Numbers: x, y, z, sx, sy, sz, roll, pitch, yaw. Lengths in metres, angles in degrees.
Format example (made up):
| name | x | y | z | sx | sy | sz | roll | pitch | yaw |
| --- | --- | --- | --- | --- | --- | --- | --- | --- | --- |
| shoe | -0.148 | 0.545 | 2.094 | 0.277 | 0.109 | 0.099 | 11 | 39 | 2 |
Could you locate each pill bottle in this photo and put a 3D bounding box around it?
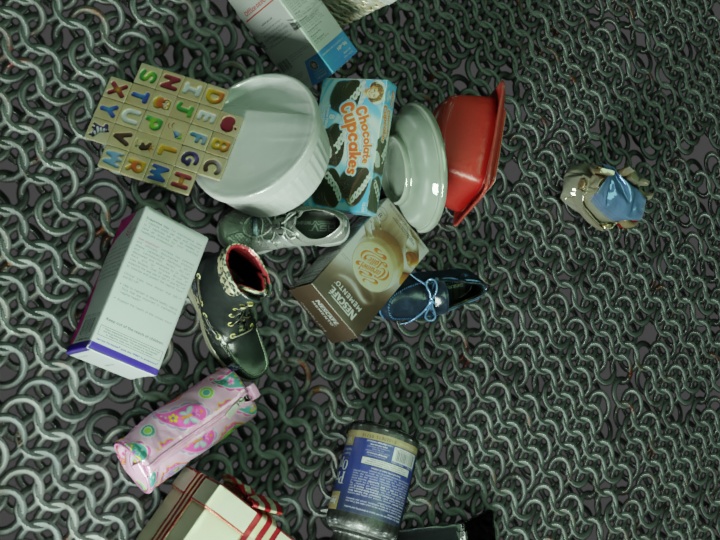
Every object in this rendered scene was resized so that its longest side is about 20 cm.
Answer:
| name | x | y | z | sx | sy | sz | roll | pitch | yaw |
| --- | --- | --- | --- | --- | --- | --- | --- | --- | --- |
| pill bottle | 0.013 | 0.333 | 1.408 | 0.111 | 0.111 | 0.202 | 25 | 69 | -26 |

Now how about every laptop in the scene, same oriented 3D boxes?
| name | x | y | z | sx | sy | sz | roll | pitch | yaw |
| --- | --- | --- | --- | --- | --- | --- | --- | --- | --- |
| laptop | 0.134 | 0.492 | 1.520 | 0.199 | 0.115 | 0.190 | 5 | 78 | -61 |

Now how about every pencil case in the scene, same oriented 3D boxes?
| name | x | y | z | sx | sy | sz | roll | pitch | yaw |
| --- | --- | --- | --- | --- | --- | --- | --- | --- | --- |
| pencil case | -0.230 | 0.211 | 1.289 | 0.199 | 0.087 | 0.088 | -32 | 100 | -31 |

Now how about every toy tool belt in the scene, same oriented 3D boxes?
| name | x | y | z | sx | sy | sz | roll | pitch | yaw |
| --- | --- | --- | --- | --- | --- | --- | --- | --- | --- |
| toy tool belt | 0.476 | -0.135 | 1.773 | 0.199 | 0.122 | 0.126 | 23 | 71 | -28 |

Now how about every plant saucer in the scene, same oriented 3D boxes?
| name | x | y | z | sx | sy | sz | roll | pitch | yaw |
| --- | --- | --- | --- | --- | --- | --- | --- | --- | --- |
| plant saucer | 0.071 | -0.157 | 1.478 | 0.050 | 0.200 | 0.203 | -7 | 86 | -21 |

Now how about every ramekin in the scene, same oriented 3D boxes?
| name | x | y | z | sx | sy | sz | roll | pitch | yaw |
| --- | --- | --- | --- | --- | --- | --- | --- | --- | --- |
| ramekin | -0.133 | -0.169 | 1.354 | 0.094 | 0.200 | 0.204 | 48 | 55 | -56 |

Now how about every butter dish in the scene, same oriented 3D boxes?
| name | x | y | z | sx | sy | sz | roll | pitch | yaw |
| --- | --- | --- | --- | --- | --- | --- | --- | --- | --- |
| butter dish | 0.141 | -0.198 | 1.555 | 0.146 | 0.200 | 0.202 | 13 | 73 | -6 |

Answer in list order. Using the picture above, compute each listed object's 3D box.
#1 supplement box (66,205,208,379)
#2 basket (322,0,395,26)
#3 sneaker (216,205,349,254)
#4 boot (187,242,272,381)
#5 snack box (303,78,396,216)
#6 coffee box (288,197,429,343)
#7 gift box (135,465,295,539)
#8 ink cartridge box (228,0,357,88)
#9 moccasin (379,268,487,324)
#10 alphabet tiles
| name | x | y | z | sx | sy | sz | roll | pitch | yaw |
| --- | --- | --- | --- | --- | --- | --- | --- | --- | --- |
| supplement box | -0.294 | 0.031 | 1.267 | 0.103 | 0.101 | 0.202 | 27 | 69 | -26 |
| basket | -0.040 | -0.514 | 1.483 | 0.197 | 0.160 | 0.202 | 21 | 71 | -28 |
| sneaker | -0.111 | -0.070 | 1.389 | 0.197 | 0.082 | 0.076 | -6 | 83 | -8 |
| boot | -0.165 | 0.058 | 1.313 | 0.073 | 0.153 | 0.205 | -31 | 99 | -32 |
| snack box | -0.017 | -0.188 | 1.451 | 0.037 | 0.115 | 0.203 | 14 | 84 | -60 |
| coffee box | 0.000 | 0.000 | 1.472 | 0.115 | 0.079 | 0.200 | 49 | 61 | -16 |
| gift box | -0.179 | 0.373 | 1.246 | 0.200 | 0.184 | 0.188 | 43 | 71 | -23 |
| ink cartridge box | -0.109 | -0.378 | 1.442 | 0.068 | 0.116 | 0.201 | -46 | 107 | -29 |
| moccasin | 0.120 | 0.034 | 1.540 | 0.199 | 0.068 | 0.081 | -21 | 116 | -32 |
| alphabet tiles | -0.269 | -0.196 | 1.317 | 0.198 | 0.006 | 0.168 | 18 | 71 | 3 |
